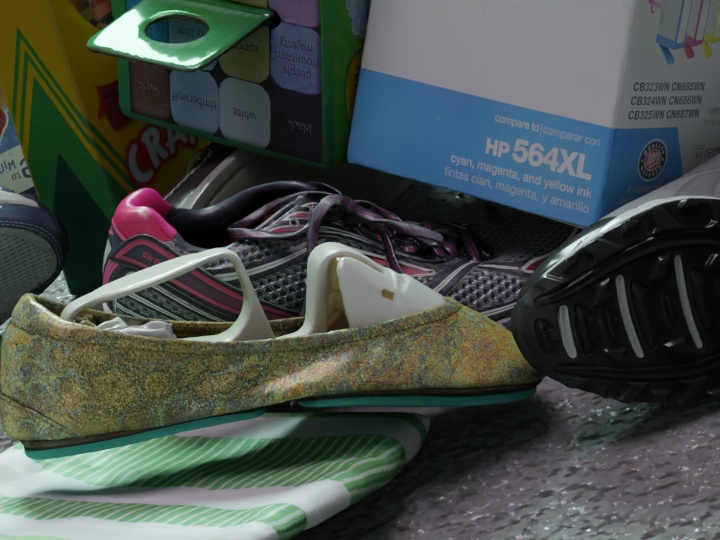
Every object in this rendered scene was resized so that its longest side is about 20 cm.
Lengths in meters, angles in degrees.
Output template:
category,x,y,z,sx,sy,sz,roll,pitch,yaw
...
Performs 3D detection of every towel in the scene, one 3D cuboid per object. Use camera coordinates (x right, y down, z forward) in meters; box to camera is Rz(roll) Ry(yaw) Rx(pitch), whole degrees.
category,x,y,z,sx,sy,sz,roll,pitch,yaw
towel,-0.080,0.075,0.744,0.152,0.024,0.200,-1,8,28

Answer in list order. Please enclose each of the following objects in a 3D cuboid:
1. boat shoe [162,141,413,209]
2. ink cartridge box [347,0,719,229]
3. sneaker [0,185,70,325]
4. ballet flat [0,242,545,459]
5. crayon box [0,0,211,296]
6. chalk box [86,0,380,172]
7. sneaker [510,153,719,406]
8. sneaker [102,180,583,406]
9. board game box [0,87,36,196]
category,x,y,z,sx,sy,sz,roll,pitch,yaw
boat shoe,-0.040,-0.038,0.976,0.059,0.072,0.200,3,26,31
ink cartridge box,0.093,-0.130,0.874,0.125,0.201,0.128,19,16,36
sneaker,-0.213,0.036,0.948,0.199,0.078,0.086,-25,37,-3
ballet flat,-0.029,0.023,0.778,0.199,0.071,0.071,-6,22,-12
crayon box,-0.107,-0.104,1.001,0.051,0.201,0.127,3,31,36
chalk box,-0.025,-0.125,0.929,0.124,0.125,0.200,17,27,35
sneaker,0.136,-0.006,0.816,0.199,0.074,0.079,-22,15,-28
sneaker,0.000,0.000,0.852,0.199,0.075,0.081,-8,22,-9
board game box,-0.204,-0.093,1.116,0.199,0.136,0.034,-29,28,-28
